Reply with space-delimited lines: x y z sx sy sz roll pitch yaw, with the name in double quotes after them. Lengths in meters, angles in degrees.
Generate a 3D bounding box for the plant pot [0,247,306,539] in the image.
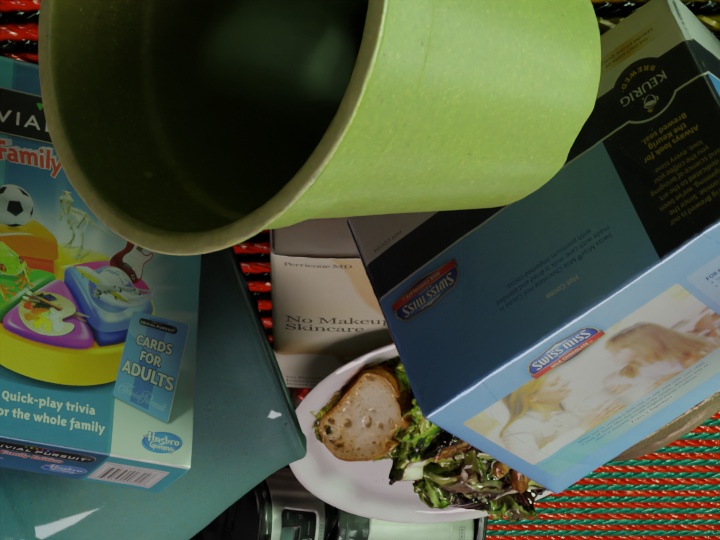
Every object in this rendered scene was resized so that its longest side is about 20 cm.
-0.137 0.070 1.303 0.187 0.201 0.200 -21 156 -1 "plant pot"

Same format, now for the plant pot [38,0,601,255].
0.000 -0.098 1.012 0.200 0.201 0.190 -20 162 40 "plant pot"

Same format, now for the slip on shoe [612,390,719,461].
0.185 0.034 1.227 0.200 0.076 0.061 -40 137 15 "slip on shoe"

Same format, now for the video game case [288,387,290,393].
-0.178 0.073 1.549 0.200 0.023 0.182 14 160 -42 "video game case"

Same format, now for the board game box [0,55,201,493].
-0.156 -0.002 1.188 0.151 0.201 0.047 12 155 -23 "board game box"

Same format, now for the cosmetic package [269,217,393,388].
0.000 0.000 1.347 0.105 0.071 0.200 0 157 0 "cosmetic package"

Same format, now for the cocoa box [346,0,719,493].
0.121 -0.008 1.164 0.200 0.131 0.133 -35 143 19 "cocoa box"

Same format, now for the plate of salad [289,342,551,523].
0.056 0.101 1.396 0.199 0.048 0.200 -5 142 -4 "plate of salad"

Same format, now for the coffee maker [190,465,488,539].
-0.047 0.166 1.605 0.200 0.135 0.192 6 165 -38 "coffee maker"

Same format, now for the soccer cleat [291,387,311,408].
0.040 0.091 1.510 0.200 0.069 0.078 3 141 41 "soccer cleat"
